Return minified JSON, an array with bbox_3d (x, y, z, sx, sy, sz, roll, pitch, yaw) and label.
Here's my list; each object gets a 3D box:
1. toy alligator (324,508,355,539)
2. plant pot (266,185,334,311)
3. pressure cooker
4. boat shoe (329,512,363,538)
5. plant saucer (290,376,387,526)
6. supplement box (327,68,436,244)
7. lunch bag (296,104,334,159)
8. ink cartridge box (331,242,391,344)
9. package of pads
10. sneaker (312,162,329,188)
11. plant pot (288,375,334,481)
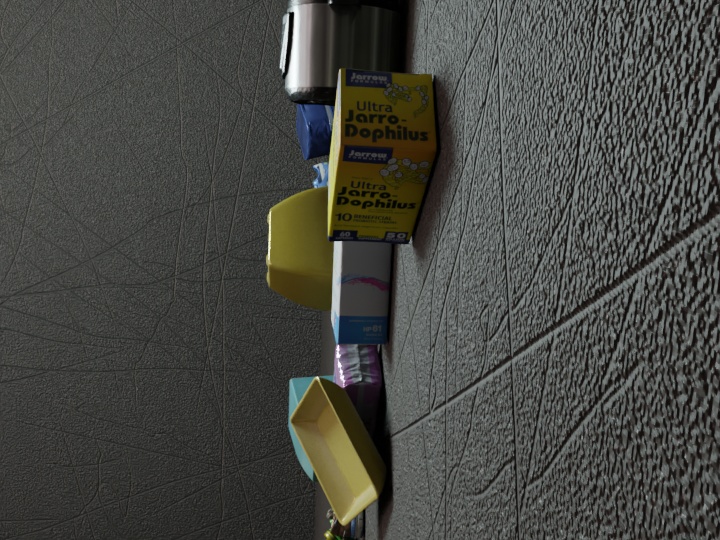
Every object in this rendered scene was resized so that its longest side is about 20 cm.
[{"bbox_3d":[-0.036,0.534,1.557,0.054,0.059,0.201,41,159,26],"label":"toy alligator"},{"bbox_3d":[-0.076,-0.039,1.433,0.196,0.197,0.197,103,168,-67],"label":"plant pot"},{"bbox_3d":[-0.025,-0.346,1.134,0.174,0.177,0.203,13,104,43],"label":"pressure cooker"},{"bbox_3d":[-0.030,0.409,1.477,0.072,0.071,0.203,105,166,-66],"label":"boat shoe"},{"bbox_3d":[-0.030,0.282,1.213,0.202,0.048,0.201,60,150,19],"label":"plant saucer"},{"bbox_3d":[0.020,-0.128,0.912,0.201,0.107,0.111,101,170,-61],"label":"supplement box"},{"bbox_3d":[-0.123,-0.444,2.406,0.201,0.130,0.138,106,149,-65],"label":"lunch bag"},{"bbox_3d":[0.000,0.000,1.215,0.145,0.083,0.203,-113,24,-76],"label":"ink cartridge box"},{"bbox_3d":[-0.009,0.214,1.299,0.121,0.074,0.202,-94,7,-49],"label":"package of pads"},{"bbox_3d":[-0.120,-0.266,2.565,0.074,0.081,0.203,130,139,-79],"label":"sneaker"},{"bbox_3d":[-0.075,0.347,1.651,0.201,0.139,0.143,-111,22,-58],"label":"plant pot"}]
